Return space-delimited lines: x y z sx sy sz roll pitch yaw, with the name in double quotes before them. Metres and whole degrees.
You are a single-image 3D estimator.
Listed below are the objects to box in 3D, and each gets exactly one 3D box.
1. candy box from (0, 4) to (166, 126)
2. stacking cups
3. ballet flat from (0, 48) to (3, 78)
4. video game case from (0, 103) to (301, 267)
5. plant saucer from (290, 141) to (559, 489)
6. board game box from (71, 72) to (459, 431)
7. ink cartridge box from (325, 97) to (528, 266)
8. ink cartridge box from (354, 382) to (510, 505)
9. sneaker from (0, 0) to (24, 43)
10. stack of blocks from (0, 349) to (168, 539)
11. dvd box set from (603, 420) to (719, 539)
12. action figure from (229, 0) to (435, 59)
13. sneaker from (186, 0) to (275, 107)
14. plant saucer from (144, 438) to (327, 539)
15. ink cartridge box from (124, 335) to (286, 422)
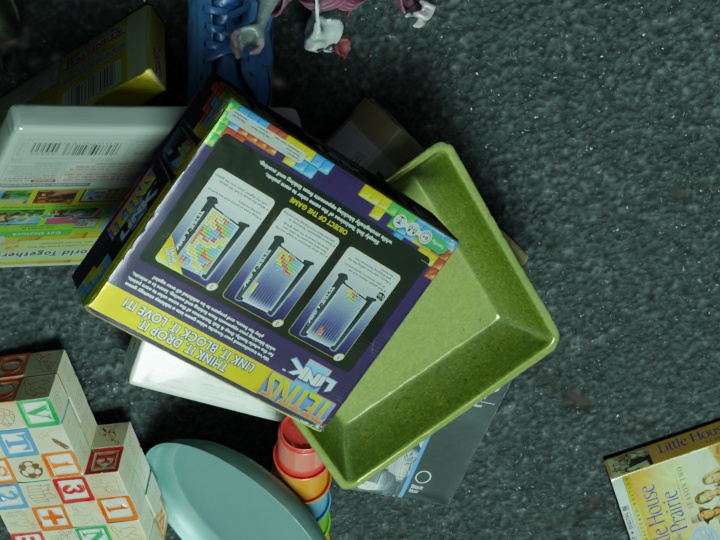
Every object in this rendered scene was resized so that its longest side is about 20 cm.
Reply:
"candy box" -0.222 -0.104 1.116 0.200 0.102 0.026 -30 121 13
"stacking cups" -0.054 0.178 1.335 0.060 0.061 0.200 -5 143 -6
"ballet flat" -0.342 -0.153 1.085 0.199 0.074 0.074 8 124 -14
"video game case" -0.164 -0.056 1.096 0.200 0.023 0.182 -3 153 -30
"plant saucer" 0.017 0.029 1.163 0.200 0.048 0.200 -34 120 -3
"board game box" -0.060 -0.007 1.057 0.200 0.057 0.165 32 101 -30
"ink cartridge box" 0.000 0.000 1.215 0.200 0.075 0.165 -46 122 4
"ink cartridge box" 0.062 0.109 1.353 0.099 0.039 0.200 11 122 -16
"sneaker" -0.316 -0.217 1.052 0.115 0.076 0.201 -26 118 20
"stack of blocks" -0.242 0.160 1.315 0.115 0.059 0.200 -8 127 11
"dvd box set" 0.333 0.197 1.462 0.199 0.029 0.147 -19 126 4
"action figure" -0.022 -0.223 1.077 0.134 0.149 0.200 0 146 -10
"sneaker" -0.089 -0.162 1.113 0.066 0.079 0.201 -1 124 -6
"plant saucer" -0.095 0.210 1.341 0.200 0.027 0.200 28 145 22
"ink cartridge box" -0.080 0.014 1.271 0.160 0.047 0.200 17 104 -19
